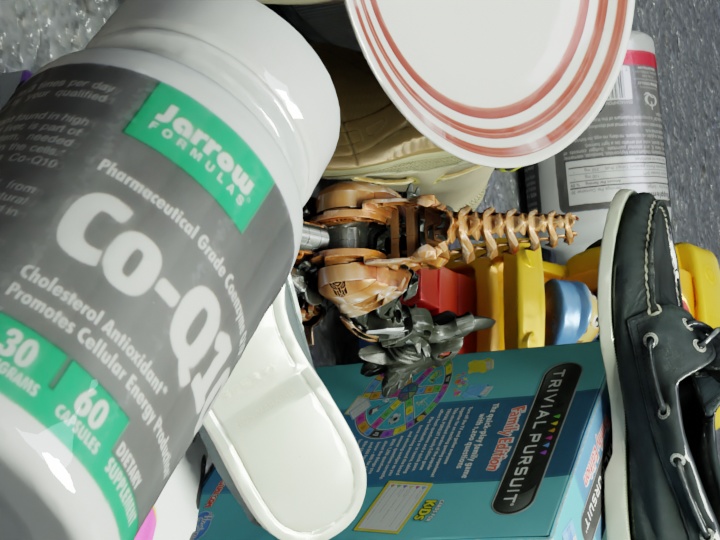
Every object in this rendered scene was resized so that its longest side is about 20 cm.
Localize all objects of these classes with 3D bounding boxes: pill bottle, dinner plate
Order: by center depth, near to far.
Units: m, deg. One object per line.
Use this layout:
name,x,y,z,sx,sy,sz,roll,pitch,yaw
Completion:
pill bottle,-0.087,0.000,0.532,0.113,0.113,0.200,63,39,-35
dinner plate,0.057,-0.147,0.749,0.199,0.024,0.202,0,90,-44
pill bottle,0.180,-0.076,1.257,0.111,0.110,0.201,2,83,-64

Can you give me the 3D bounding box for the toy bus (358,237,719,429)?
toy bus,0.089,0.037,0.958,0.192,0.199,0.137,25,58,-44

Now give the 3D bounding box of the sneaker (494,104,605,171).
sneaker,0.088,-0.115,1.024,0.200,0.084,0.075,-131,-158,-60

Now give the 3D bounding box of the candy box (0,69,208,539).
candy box,-0.130,0.054,0.640,0.168,0.071,0.201,48,43,-50

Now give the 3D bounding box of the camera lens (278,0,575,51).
camera lens,0.046,-0.200,0.887,0.159,0.199,0.161,-1,92,-37

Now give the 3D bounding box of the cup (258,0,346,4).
cup,-0.082,-0.207,0.719,0.200,0.142,0.202,25,62,-61

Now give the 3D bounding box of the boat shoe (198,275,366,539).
boat shoe,-0.058,0.017,0.672,0.201,0.073,0.062,68,-15,-14

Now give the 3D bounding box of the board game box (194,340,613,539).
board game box,0.024,0.102,0.796,0.151,0.199,0.047,-58,135,-51

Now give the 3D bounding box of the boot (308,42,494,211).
boot,-0.006,-0.063,0.897,0.156,0.199,0.073,126,-45,-67

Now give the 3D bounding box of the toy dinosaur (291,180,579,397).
toy dinosaur,0.000,0.000,0.768,0.136,0.199,0.103,28,79,-61

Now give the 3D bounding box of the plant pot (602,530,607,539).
plant pot,0.076,0.159,0.890,0.142,0.199,0.142,58,36,-42

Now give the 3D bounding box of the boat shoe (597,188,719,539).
boat shoe,0.150,0.057,0.762,0.074,0.066,0.201,33,55,-57
